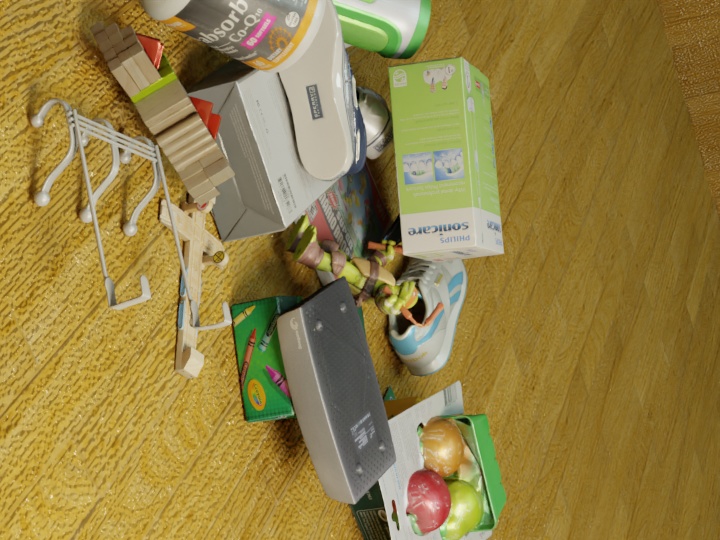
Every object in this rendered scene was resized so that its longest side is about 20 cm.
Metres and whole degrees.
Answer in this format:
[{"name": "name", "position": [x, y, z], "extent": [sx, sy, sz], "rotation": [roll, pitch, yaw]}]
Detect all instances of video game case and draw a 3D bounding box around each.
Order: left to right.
[{"name": "video game case", "position": [-0.019, -0.060, 1.899], "extent": [0.144, 0.017, 0.200], "rotation": [66, 27, -27]}]

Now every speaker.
[{"name": "speaker", "position": [-0.029, -0.287, 1.740], "extent": [0.199, 0.088, 0.089], "rotation": [15, 59, -21]}]

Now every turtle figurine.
[{"name": "turtle figurine", "position": [0.000, 0.000, 1.752], "extent": [0.161, 0.065, 0.200], "rotation": [28, 22, -16]}]

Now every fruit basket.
[{"name": "fruit basket", "position": [0.075, 0.236, 1.806], "extent": [0.199, 0.093, 0.187], "rotation": [-22, 100, -49]}]

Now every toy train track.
[{"name": "toy train track", "position": [-0.150, 0.003, 1.564], "extent": [0.115, 0.032, 0.201], "rotation": [41, 45, -54]}]

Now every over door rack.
[{"name": "over door rack", "position": [-0.203, -0.038, 1.401], "extent": [0.148, 0.066, 0.201], "rotation": [20, 41, -63]}]

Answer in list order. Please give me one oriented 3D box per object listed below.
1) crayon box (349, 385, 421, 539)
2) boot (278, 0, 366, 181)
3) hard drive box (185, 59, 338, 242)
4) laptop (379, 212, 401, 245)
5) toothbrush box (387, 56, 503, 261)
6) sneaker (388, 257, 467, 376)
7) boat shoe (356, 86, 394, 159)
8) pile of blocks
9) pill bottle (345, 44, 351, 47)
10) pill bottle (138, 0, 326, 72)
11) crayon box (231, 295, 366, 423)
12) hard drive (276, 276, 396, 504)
[{"name": "crayon box", "position": [0.049, 0.234, 1.886], "extent": [0.200, 0.051, 0.126], "rotation": [-62, 135, -55]}, {"name": "boot", "position": [-0.038, -0.192, 1.679], "extent": [0.090, 0.072, 0.202], "rotation": [-19, 104, -74]}, {"name": "hard drive box", "position": [-0.095, -0.139, 1.690], "extent": [0.200, 0.076, 0.157], "rotation": [-46, 122, -61]}, {"name": "laptop", "position": [0.043, -0.128, 1.949], "extent": [0.103, 0.201, 0.177], "rotation": [34, 16, 6]}, {"name": "toothbrush box", "position": [0.093, -0.116, 1.772], "extent": [0.146, 0.085, 0.202], "rotation": [6, 77, -74]}, {"name": "sneaker", "position": [0.079, 0.026, 2.011], "extent": [0.081, 0.076, 0.201], "rotation": [53, 33, -41]}, {"name": "boat shoe", "position": [-0.010, -0.180, 1.838], "extent": [0.065, 0.074, 0.200], "rotation": [38, -1, -20]}, {"name": "pile of blocks", "position": [-0.170, -0.153, 1.509], "extent": [0.201, 0.062, 0.082], "rotation": [60, 1, -35]}, {"name": "pill bottle", "position": [-0.050, -0.350, 1.828], "extent": [0.120, 0.119, 0.201], "rotation": [-58, 133, -56]}, {"name": "pill bottle", "position": [-0.139, -0.272, 1.546], "extent": [0.199, 0.116, 0.117], "rotation": [21, 58, -36]}, {"name": "crayon box", "position": [-0.056, 0.091, 1.703], "extent": [0.200, 0.058, 0.120], "rotation": [5, 75, -65]}, {"name": "hard drive", "position": [-0.024, 0.119, 1.638], "extent": [0.135, 0.042, 0.201], "rotation": [-36, 112, -64]}]
